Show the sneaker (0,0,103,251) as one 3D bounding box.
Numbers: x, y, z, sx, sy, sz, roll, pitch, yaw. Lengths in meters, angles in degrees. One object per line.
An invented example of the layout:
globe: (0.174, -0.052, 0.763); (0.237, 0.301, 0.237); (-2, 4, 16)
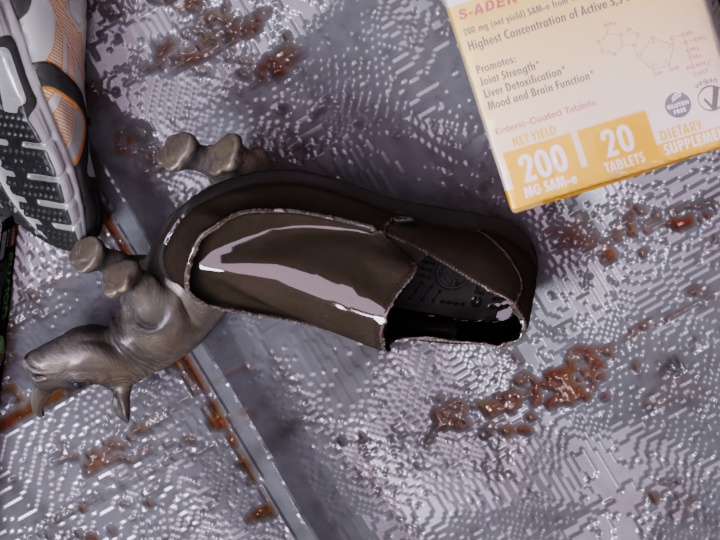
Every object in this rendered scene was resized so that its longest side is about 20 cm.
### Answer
sneaker: (-0.163, -0.101, 1.463); (0.074, 0.080, 0.200); (16, 131, 42)

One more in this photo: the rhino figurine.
rhino figurine: (-0.104, 0.010, 1.478); (0.200, 0.060, 0.087); (-47, 134, 17)

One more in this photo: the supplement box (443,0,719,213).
supplement box: (0.106, -0.144, 1.407); (0.126, 0.074, 0.200); (-17, 97, 13)

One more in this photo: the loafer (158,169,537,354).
loafer: (0.000, 0.000, 1.419); (0.200, 0.071, 0.073); (4, 122, -15)

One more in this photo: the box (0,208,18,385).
box: (-0.251, 0.058, 1.537); (0.110, 0.035, 0.200); (10, 103, 9)
